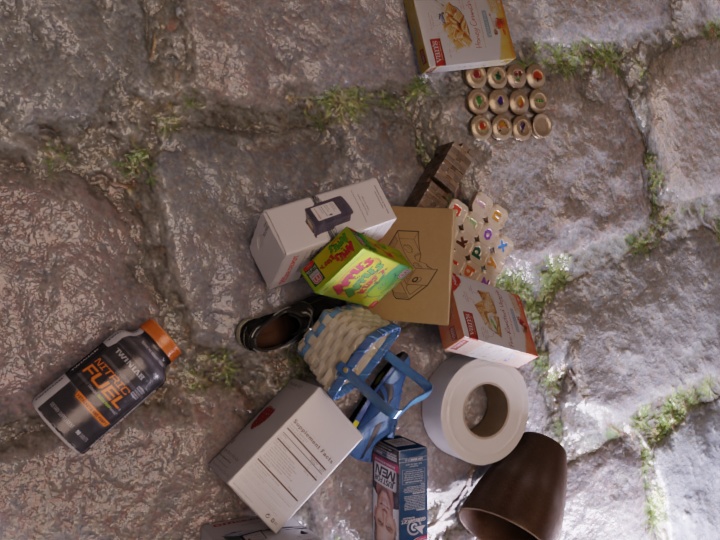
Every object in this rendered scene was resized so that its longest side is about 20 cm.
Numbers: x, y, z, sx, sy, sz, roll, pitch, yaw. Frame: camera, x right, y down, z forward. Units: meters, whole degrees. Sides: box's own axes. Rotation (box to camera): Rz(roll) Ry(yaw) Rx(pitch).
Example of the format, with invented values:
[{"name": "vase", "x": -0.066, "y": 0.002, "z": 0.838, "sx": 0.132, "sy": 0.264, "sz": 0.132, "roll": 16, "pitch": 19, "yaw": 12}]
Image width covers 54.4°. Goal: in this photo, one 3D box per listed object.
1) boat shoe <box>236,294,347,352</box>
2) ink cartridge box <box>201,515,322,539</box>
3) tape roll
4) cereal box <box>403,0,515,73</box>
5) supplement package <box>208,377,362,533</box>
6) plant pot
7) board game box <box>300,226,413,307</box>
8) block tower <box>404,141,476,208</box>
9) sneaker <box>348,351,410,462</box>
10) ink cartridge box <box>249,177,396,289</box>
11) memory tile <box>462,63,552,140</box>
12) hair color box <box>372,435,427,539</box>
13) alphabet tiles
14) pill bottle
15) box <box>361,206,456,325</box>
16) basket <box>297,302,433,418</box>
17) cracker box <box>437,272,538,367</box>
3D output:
[{"name": "boat shoe", "x": -0.102, "y": 0.089, "z": 1.163, "sx": 0.200, "sy": 0.068, "sz": 0.072, "roll": -17, "pitch": 98, "yaw": -29}, {"name": "ink cartridge box", "x": -0.149, "y": 0.442, "z": 1.065, "sx": 0.146, "sy": 0.200, "sz": 0.086, "roll": -2, "pitch": 89, "yaw": -26}, {"name": "tape roll", "x": 0.218, "y": 0.257, "z": 1.316, "sx": 0.202, "sy": 0.071, "sz": 0.203, "roll": 0, "pitch": 89, "yaw": -25}, {"name": "cereal box", "x": 0.188, "y": -0.452, "z": 1.315, "sx": 0.200, "sy": 0.040, "sz": 0.144, "roll": -14, "pitch": 90, "yaw": -26}, {"name": "supplement package", "x": -0.120, "y": 0.288, "z": 1.123, "sx": 0.200, "sy": 0.121, "sz": 0.120, "roll": -45, "pitch": 107, "yaw": -20}, {"name": "plant pot", "x": 0.308, "y": 0.411, "z": 1.315, "sx": 0.187, "sy": 0.187, "sz": 0.200, "roll": 45, "pitch": 58, "yaw": -19}, {"name": "board game box", "x": 0.000, "y": 0.000, "z": 1.123, "sx": 0.102, "sy": 0.200, "sz": 0.048, "roll": -43, "pitch": 66, "yaw": 14}, {"name": "block tower", "x": 0.135, "y": -0.146, "z": 1.287, "sx": 0.054, "sy": 0.058, "sz": 0.200, "roll": 36, "pitch": 73, "yaw": -21}, {"name": "sneaker", "x": 0.042, "y": 0.239, "z": 1.223, "sx": 0.078, "sy": 0.066, "sz": 0.200, "roll": 33, "pitch": 80, "yaw": -2}, {"name": "ink cartridge box", "x": -0.064, "y": -0.058, "z": 1.129, "sx": 0.200, "sy": 0.145, "sz": 0.084, "roll": -20, "pitch": 74, "yaw": -25}, {"name": "memory tile", "x": 0.293, "y": -0.333, "z": 1.384, "sx": 0.200, "sy": 0.017, "sz": 0.154, "roll": -7, "pitch": 93, "yaw": -26}, {"name": "hair color box", "x": 0.068, "y": 0.400, "z": 1.226, "sx": 0.060, "sy": 0.100, "sz": 0.201, "roll": 0, "pitch": 90, "yaw": -25}, {"name": "alphabet tiles", "x": 0.207, "y": -0.042, "z": 1.319, "sx": 0.195, "sy": 0.015, "sz": 0.200, "roll": 29, "pitch": 85, "yaw": -37}, {"name": "pill bottle", "x": -0.359, "y": 0.159, "z": 1.017, "sx": 0.200, "sy": 0.106, "sz": 0.106, "roll": -43, "pitch": 107, "yaw": -20}, {"name": "box", "x": 0.080, "y": -0.011, "z": 1.216, "sx": 0.163, "sy": 0.021, "sz": 0.201, "roll": 4, "pitch": 90, "yaw": 19}, {"name": "basket", "x": 0.014, "y": 0.148, "z": 1.124, "sx": 0.200, "sy": 0.176, "sz": 0.139, "roll": 35, "pitch": 105, "yaw": 19}, {"name": "cracker box", "x": 0.224, "y": 0.092, "z": 1.275, "sx": 0.200, "sy": 0.058, "sz": 0.134, "roll": 16, "pitch": 49, "yaw": -35}]
